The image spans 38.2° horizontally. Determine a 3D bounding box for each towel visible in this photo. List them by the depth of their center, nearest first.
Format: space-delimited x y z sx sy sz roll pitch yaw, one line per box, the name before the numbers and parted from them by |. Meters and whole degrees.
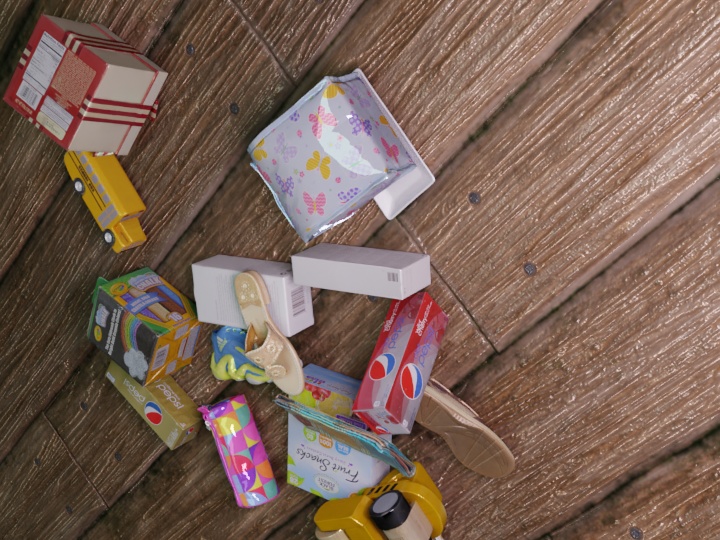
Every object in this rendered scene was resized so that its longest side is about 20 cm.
towel | -0.022 0.246 1.549 0.199 0.147 0.022 19 72 28

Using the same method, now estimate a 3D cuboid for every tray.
tray | 0.024 -0.184 1.512 0.107 0.022 0.201 -39 81 39

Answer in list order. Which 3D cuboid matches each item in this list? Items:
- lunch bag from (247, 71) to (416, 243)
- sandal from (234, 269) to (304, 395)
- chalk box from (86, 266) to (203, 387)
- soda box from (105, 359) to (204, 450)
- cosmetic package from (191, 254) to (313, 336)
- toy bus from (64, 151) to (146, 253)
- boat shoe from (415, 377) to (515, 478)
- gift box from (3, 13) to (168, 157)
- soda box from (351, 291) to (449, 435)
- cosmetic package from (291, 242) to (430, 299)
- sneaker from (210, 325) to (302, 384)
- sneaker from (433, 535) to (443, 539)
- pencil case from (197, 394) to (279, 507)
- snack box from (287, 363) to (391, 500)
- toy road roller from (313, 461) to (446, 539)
lunch bag | -0.050 -0.159 1.484 0.199 0.127 0.170 -35 86 28
sandal | -0.161 0.109 1.624 0.077 0.069 0.214 -18 95 38
chalk box | -0.395 0.085 1.846 0.199 0.124 0.126 37 124 22
soda box | -0.376 0.230 1.915 0.200 0.068 0.064 45 126 16
cosmetic package | -0.177 0.039 1.702 0.198 0.071 0.103 8 110 33
toy bus | -0.445 -0.135 1.844 0.078 0.065 0.201 -36 82 36
boat shoe | 0.149 0.223 1.531 0.199 0.072 0.072 37 121 -6
gift box | -0.456 -0.295 1.716 0.184 0.186 0.201 42 110 15
soda box | 0.059 0.131 1.481 0.063 0.201 0.070 -11 135 40
cosmetic package | 0.000 0.000 1.555 0.198 0.082 0.051 7 112 35
sneaker | -0.185 0.130 1.737 0.199 0.076 0.106 -6 101 38
sneaker | 0.046 0.464 1.674 0.199 0.087 0.076 -28 87 37
pencil case | -0.212 0.315 1.815 0.088 0.088 0.202 -20 94 38
snack box | -0.034 0.273 1.681 0.167 0.068 0.202 15 115 31
toy road roller | 0.042 0.379 1.601 0.199 0.146 0.123 -20 111 36
